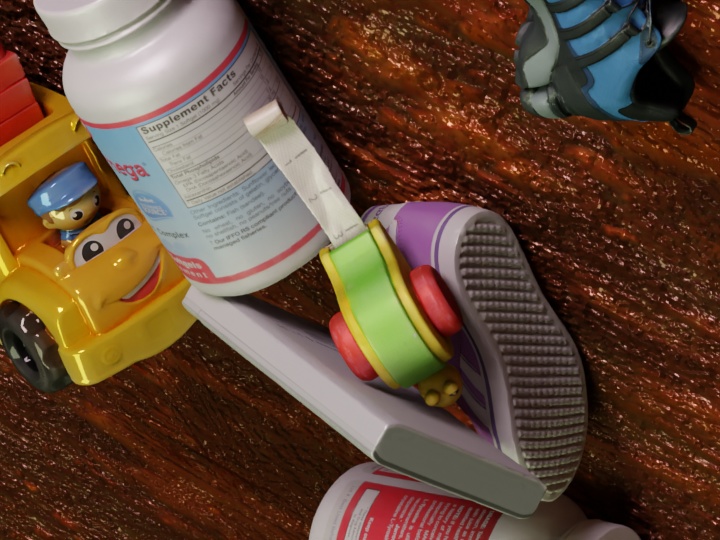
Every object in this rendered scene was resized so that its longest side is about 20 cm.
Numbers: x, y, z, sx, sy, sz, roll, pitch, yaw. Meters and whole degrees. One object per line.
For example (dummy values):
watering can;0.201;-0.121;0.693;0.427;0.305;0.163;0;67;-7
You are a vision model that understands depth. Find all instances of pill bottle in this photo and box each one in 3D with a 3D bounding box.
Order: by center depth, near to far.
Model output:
pill bottle;-0.095;-0.091;1.544;0.109;0.109;0.200;0;133;42
pill bottle;0.075;0.186;1.744;0.200;0.112;0.112;7;138;38

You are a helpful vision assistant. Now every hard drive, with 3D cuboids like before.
hard drive;0.000;0.070;1.572;0.132;0.026;0.200;24;-172;-42

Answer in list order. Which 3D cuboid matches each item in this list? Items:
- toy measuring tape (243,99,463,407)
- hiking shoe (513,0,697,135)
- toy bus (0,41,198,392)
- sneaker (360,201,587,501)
toy measuring tape;0.000;0.000;1.508;0.074;0.074;0.200;-7;125;47
hiking shoe;0.115;-0.144;1.331;0.087;0.074;0.200;12;151;20
toy bus;-0.192;-0.048;1.652;0.200;0.136;0.192;24;140;49
sneaker;0.058;0.042;1.620;0.114;0.073;0.201;6;127;43
